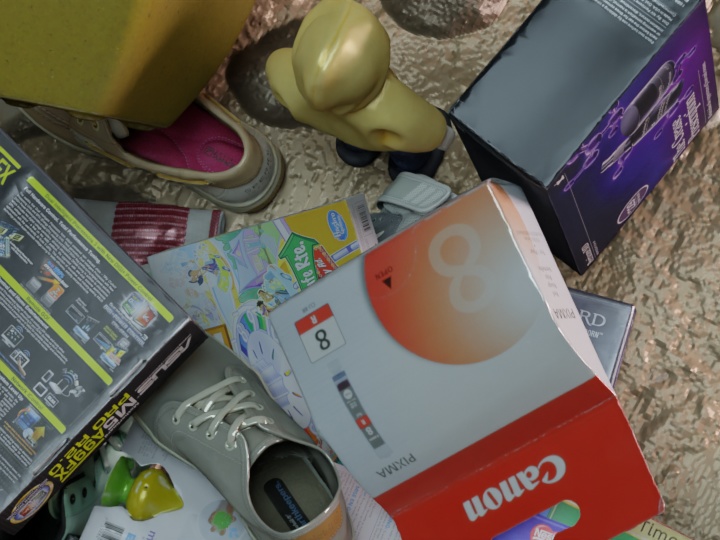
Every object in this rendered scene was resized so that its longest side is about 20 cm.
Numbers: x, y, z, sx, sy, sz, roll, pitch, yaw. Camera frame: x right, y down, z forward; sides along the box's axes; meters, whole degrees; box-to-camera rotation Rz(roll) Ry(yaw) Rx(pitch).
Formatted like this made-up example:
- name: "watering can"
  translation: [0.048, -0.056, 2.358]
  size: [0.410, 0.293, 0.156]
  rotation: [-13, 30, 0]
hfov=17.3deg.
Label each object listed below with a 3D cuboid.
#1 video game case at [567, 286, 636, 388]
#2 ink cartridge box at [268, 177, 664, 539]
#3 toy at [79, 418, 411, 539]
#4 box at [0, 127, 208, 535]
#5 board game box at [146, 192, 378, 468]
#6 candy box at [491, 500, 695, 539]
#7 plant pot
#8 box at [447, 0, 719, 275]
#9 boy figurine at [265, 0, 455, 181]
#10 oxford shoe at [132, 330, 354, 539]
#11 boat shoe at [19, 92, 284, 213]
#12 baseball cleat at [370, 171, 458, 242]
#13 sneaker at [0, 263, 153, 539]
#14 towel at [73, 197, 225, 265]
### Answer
- name: "video game case"
  translation: [0.072, 0.099, 1.438]
  size: [0.142, 0.019, 0.201]
  rotation: [15, 79, 14]
- name: "ink cartridge box"
  translation: [0.054, 0.075, 1.302]
  size: [0.162, 0.050, 0.201]
  rotation: [-31, 72, 25]
- name: "toy"
  translation: [-0.054, 0.160, 1.369]
  size: [0.199, 0.047, 0.116]
  rotation: [21, 68, 5]
- name: "box"
  translation: [-0.210, 0.023, 1.337]
  size: [0.200, 0.044, 0.160]
  rotation: [43, 85, 18]
- name: "board game box"
  translation: [-0.034, 0.069, 1.403]
  size: [0.134, 0.034, 0.201]
  rotation: [-16, 93, 21]
- name: "candy box"
  translation: [0.125, 0.233, 1.353]
  size: [0.168, 0.077, 0.201]
  rotation: [25, 82, 7]
- name: "plant pot"
  translation: [-0.166, -0.191, 1.402]
  size: [0.193, 0.195, 0.201]
  rotation: [11, 94, 17]
- name: "box"
  translation: [0.135, -0.094, 1.380]
  size: [0.079, 0.200, 0.141]
  rotation: [41, 87, 17]
- name: "boy figurine"
  translation: [-0.005, -0.107, 1.412]
  size: [0.124, 0.200, 0.065]
  rotation: [24, 82, 19]
- name: "oxford shoe"
  translation: [-0.073, 0.089, 1.345]
  size: [0.075, 0.058, 0.200]
  rotation: [-34, 65, -18]
- name: "boat shoe"
  translation: [-0.142, -0.102, 1.505]
  size: [0.199, 0.069, 0.074]
  rotation: [22, 81, 16]
- name: "baseball cleat"
  translation: [0.000, 0.000, 1.450]
  size: [0.199, 0.070, 0.107]
  rotation: [-9, 61, 20]
- name: "sneaker"
  translation: [-0.156, 0.092, 1.413]
  size: [0.073, 0.118, 0.202]
  rotation: [20, 91, 12]
- name: "towel"
  translation: [-0.190, 0.024, 1.508]
  size: [0.199, 0.023, 0.145]
  rotation: [4, 76, 11]
